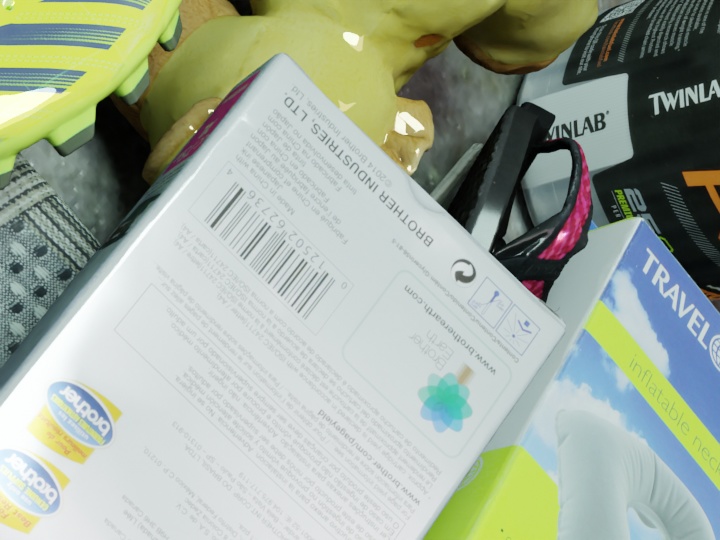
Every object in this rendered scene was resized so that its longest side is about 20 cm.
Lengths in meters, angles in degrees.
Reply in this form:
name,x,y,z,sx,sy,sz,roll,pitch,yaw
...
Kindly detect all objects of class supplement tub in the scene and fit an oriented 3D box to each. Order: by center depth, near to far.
name,x,y,z,sx,sy,sz,roll,pitch,yaw
supplement tub,0.164,-0.057,0.910,0.122,0.200,0.123,11,73,-40

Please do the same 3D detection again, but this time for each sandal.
name,x,y,z,sx,sy,sz,roll,pitch,yaw
sandal,0.056,-0.019,0.833,0.045,0.075,0.200,30,15,3

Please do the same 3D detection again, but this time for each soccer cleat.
name,x,y,z,sx,sy,sz,roll,pitch,yaw
soccer cleat,-0.131,-0.056,0.670,0.200,0.065,0.084,-34,110,-30

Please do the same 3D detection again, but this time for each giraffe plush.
name,x,y,z,sx,sy,sz,roll,pitch,yaw
giraffe plush,-0.012,-0.077,0.802,0.173,0.200,0.162,39,86,-35

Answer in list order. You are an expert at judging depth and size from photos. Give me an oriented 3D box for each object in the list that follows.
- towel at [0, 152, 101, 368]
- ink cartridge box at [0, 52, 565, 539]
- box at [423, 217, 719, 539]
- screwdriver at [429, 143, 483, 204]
name,x,y,z,sx,sy,sz,roll,pitch,yaw
towel,-0.129,0.048,0.686,0.193,0.035,0.200,50,49,7
ink cartridge box,-0.040,0.050,0.670,0.119,0.042,0.200,44,59,-13
box,0.088,0.077,0.831,0.122,0.048,0.200,50,46,-19
screwdriver,0.000,0.000,0.780,0.029,0.028,0.200,61,36,-21
